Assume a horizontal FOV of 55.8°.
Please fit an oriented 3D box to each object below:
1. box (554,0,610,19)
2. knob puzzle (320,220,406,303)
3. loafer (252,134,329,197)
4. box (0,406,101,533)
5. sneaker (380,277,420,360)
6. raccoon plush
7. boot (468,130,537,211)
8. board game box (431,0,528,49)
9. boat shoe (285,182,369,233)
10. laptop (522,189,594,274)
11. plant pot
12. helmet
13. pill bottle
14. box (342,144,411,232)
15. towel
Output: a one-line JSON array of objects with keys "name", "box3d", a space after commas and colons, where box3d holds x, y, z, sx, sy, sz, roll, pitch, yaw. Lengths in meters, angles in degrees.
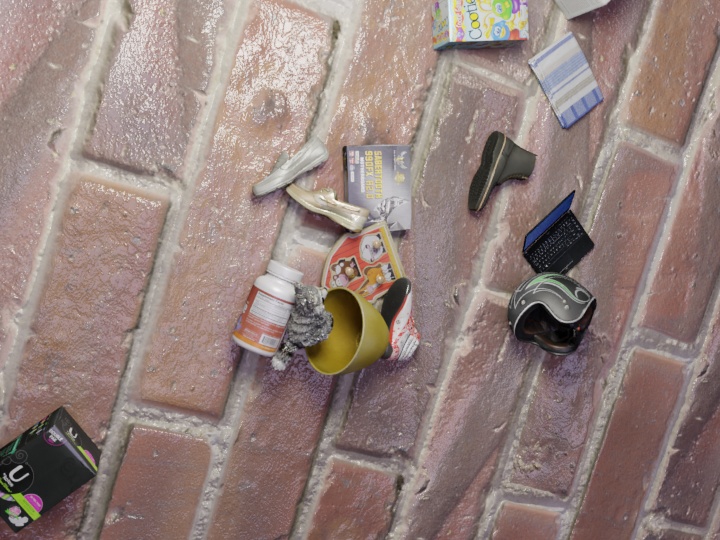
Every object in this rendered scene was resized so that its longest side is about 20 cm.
[{"name": "box", "box3d": [0.543, -0.747, 1.603, 0.199, 0.171, 0.200, -44, 107, -5]}, {"name": "knob puzzle", "box3d": [0.000, 0.000, 1.611, 0.217, 0.030, 0.222, -6, 115, -14]}, {"name": "loafer", "box3d": [-0.165, -0.235, 1.540, 0.199, 0.070, 0.070, -35, 98, -14]}, {"name": "box", "box3d": [-0.687, 0.422, 1.458, 0.199, 0.124, 0.149, -35, 107, -9]}, {"name": "sneaker", "box3d": [0.103, 0.122, 1.656, 0.107, 0.067, 0.203, 17, 90, -43]}, {"name": "raccoon plush", "box3d": [-0.134, 0.123, 1.486, 0.096, 0.134, 0.201, 22, 72, 25]}, {"name": "boot", "box3d": [0.357, -0.224, 1.681, 0.137, 0.077, 0.202, 20, 93, -22]}, {"name": "board game box", "box3d": [0.278, -0.580, 1.589, 0.198, 0.105, 0.104, -7, 99, -15]}, {"name": "boat shoe", "box3d": [-0.075, -0.157, 1.550, 0.199, 0.072, 0.065, 28, 101, 4]}, {"name": "laptop", "box3d": [0.510, -0.075, 1.726, 0.177, 0.103, 0.200, -41, 106, -6]}, {"name": "plant pot", "box3d": [-0.015, 0.150, 1.586, 0.141, 0.199, 0.202, 16, 94, -43]}, {"name": "helmet", "box3d": [0.468, 0.099, 1.696, 0.200, 0.190, 0.201, -39, 142, -39]}, {"name": "pill bottle", "box3d": [-0.206, 0.084, 1.549, 0.111, 0.112, 0.202, 23, 91, -17]}, {"name": "box", "box3d": [0.040, -0.194, 1.608, 0.157, 0.048, 0.202, -3, 99, -14]}, {"name": "towel", "box3d": [0.519, -0.479, 1.713, 0.146, 0.024, 0.201, -38, 108, -10]}]
